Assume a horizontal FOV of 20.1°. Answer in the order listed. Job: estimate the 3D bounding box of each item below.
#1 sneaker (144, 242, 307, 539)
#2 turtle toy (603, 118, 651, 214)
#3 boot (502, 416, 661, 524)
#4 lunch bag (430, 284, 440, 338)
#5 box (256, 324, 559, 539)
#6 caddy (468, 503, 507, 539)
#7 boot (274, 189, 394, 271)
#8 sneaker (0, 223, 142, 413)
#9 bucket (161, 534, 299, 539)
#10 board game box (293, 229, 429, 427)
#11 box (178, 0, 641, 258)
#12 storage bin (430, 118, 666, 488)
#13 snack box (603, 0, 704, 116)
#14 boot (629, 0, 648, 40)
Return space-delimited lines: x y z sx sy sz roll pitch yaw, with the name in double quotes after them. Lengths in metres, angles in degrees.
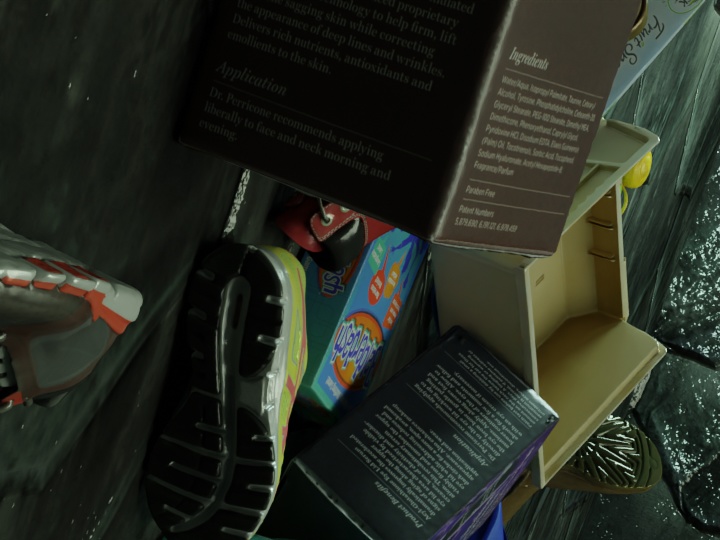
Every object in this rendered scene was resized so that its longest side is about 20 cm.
-0.066 0.076 1.196 0.090 0.078 0.201 -34 141 -69 "sneaker"
0.140 -0.058 1.647 0.201 0.145 0.101 -67 155 -9 "turtle toy"
0.146 0.189 1.795 0.200 0.174 0.067 125 -22 -54 "boot"
0.144 0.037 1.782 0.136 0.132 0.200 -43 155 -15 "lunch bag"
0.024 0.156 1.423 0.200 0.104 0.148 -38 164 -41 "box"
0.041 0.241 1.663 0.105 0.141 0.200 88 27 -48 "caddy"
0.011 -0.083 1.230 0.144 0.072 0.201 -32 149 -23 "boot"
-0.148 0.028 0.852 0.082 0.077 0.200 -63 164 -2 "sneaker"
-0.076 0.260 1.279 0.207 0.134 0.208 21 90 -75 "bucket"
0.000 0.000 1.394 0.152 0.045 0.201 59 53 -72 "board game box"
0.036 -0.128 1.074 0.164 0.165 0.201 6 105 -62 "box"
0.147 0.015 1.518 0.198 0.093 0.201 -41 136 -37 "storage bin"
0.152 -0.132 1.393 0.200 0.053 0.142 -48 -177 -20 "snack box"
0.106 -0.240 1.252 0.066 0.176 0.200 -36 159 1 "boot"
